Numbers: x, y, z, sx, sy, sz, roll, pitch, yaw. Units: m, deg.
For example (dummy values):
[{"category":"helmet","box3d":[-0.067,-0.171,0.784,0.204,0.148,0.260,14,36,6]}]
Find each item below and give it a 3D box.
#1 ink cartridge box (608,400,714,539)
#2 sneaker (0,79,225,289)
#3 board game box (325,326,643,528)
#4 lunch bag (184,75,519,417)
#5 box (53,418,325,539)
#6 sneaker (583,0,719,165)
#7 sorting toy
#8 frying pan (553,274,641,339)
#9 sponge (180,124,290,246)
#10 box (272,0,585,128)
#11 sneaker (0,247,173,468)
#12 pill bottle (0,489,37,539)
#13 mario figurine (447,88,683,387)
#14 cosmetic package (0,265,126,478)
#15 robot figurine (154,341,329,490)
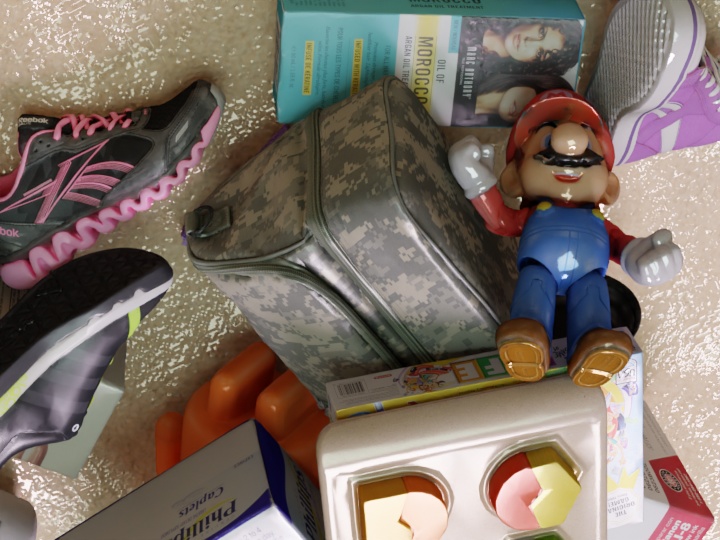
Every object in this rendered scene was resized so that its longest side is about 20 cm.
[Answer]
[{"category":"ink cartridge box","box3d":[0.117,0.161,1.352,0.199,0.146,0.145,19,117,-28]},{"category":"sneaker","box3d":[-0.182,-0.074,1.242,0.200,0.079,0.096,-35,107,12]},{"category":"board game box","box3d":[0.083,0.118,1.204,0.199,0.034,0.135,-11,120,-8]},{"category":"lunch bag","box3d":[0.000,0.000,1.226,0.167,0.140,0.200,-24,131,21]},{"category":"box","box3d":[-0.085,0.233,1.273,0.183,0.105,0.200,-32,121,10]},{"category":"sneaker","box3d":[0.216,-0.132,1.214,0.114,0.073,0.201,-8,165,-7]},{"category":"sorting toy","box3d":[0.071,0.171,1.189,0.184,0.037,0.201,-11,120,-8]},{"category":"frying pan","box3d":[0.130,0.060,1.288,0.114,0.190,0.031,4,128,17]},{"category":"sponge","box3d":[-0.016,-0.006,1.321,0.200,0.030,0.112,36,111,-24]},{"category":"box","box3d":[0.043,-0.140,1.238,0.199,0.049,0.083,0,120,-7]},{"category":"sneaker","box3d":[-0.199,0.065,1.217,0.200,0.072,0.083,-38,127,-16]},{"category":"pill bottle","box3d":[-0.344,0.183,1.340,0.199,0.115,0.115,27,114,-20]},{"category":"mario figurine","box3d":[0.125,-0.035,1.169,0.123,0.201,0.106,27,140,-33]},{"category":"cosmetic package","box3d":[-0.268,0.052,1.282,0.199,0.104,0.087,23,115,-17]},{"category":"robot figurine","box3d":[-0.076,0.152,1.357,0.143,0.117,0.201,0,121,-10]}]
